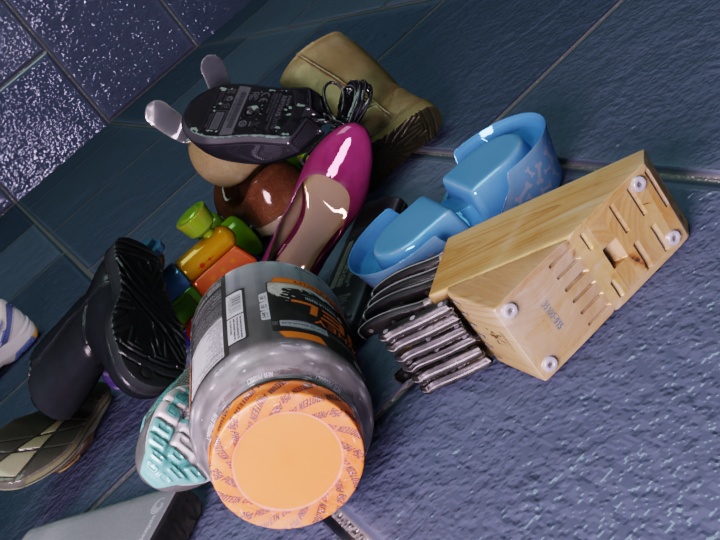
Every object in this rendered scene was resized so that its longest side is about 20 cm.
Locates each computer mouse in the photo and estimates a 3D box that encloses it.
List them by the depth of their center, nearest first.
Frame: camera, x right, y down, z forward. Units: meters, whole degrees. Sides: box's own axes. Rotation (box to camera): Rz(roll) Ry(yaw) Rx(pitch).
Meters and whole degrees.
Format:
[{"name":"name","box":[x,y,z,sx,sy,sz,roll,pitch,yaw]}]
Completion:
[{"name":"computer mouse","box":[-0.091,-0.142,1.050,0.199,0.053,0.139,9,58,21]}]

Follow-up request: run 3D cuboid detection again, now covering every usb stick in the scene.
[{"name":"usb stick","box":[0.000,0.000,0.890,0.055,0.033,0.200,-18,29,28]}]

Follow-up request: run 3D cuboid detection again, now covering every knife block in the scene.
[{"name":"knife block","box":[0.097,0.001,0.693,0.200,0.064,0.175,-43,23,-10]}]

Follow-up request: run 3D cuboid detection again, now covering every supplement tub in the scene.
[{"name":"supplement tub","box":[-0.058,0.081,0.704,0.122,0.123,0.200,-36,23,6]}]

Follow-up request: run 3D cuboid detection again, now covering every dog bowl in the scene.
[{"name":"dog bowl","box":[0.082,-0.047,0.829,0.200,0.050,0.111,-41,22,-4]}]

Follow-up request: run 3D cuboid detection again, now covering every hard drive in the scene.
[{"name":"hard drive","box":[-0.218,0.241,0.766,0.199,0.033,0.140,-22,27,35]}]

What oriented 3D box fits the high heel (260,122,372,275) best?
[{"name":"high heel","box":[-0.045,-0.036,0.917,0.096,0.067,0.201,-66,-1,-61]}]

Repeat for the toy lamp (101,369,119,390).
[{"name":"toy lamp","box":[-0.267,0.092,1.097,0.058,0.058,0.200,-45,23,-16]}]

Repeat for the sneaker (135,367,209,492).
[{"name":"sneaker","box":[-0.140,0.130,0.804,0.091,0.078,0.200,-41,5,16]}]

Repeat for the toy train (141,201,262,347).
[{"name":"toy train","box":[-0.140,-0.026,1.046,0.200,0.116,0.085,-42,23,-7]}]

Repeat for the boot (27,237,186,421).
[{"name":"boot","box":[-0.241,0.087,0.942,0.168,0.076,0.201,-50,37,22]}]

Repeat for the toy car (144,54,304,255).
[{"name":"toy car","box":[-0.151,-0.136,1.160,0.164,0.200,0.158,-45,23,-15]}]

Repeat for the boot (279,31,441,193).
[{"name":"boot","box":[-0.029,-0.169,1.115,0.175,0.066,0.200,-33,49,-16]}]

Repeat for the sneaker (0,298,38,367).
[{"name":"sneaker","box":[-0.555,0.128,1.438,0.075,0.088,0.200,-8,38,48]}]

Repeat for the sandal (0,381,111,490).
[{"name":"sandal","box":[-0.300,0.168,1.005,0.079,0.058,0.201,7,17,10]}]
